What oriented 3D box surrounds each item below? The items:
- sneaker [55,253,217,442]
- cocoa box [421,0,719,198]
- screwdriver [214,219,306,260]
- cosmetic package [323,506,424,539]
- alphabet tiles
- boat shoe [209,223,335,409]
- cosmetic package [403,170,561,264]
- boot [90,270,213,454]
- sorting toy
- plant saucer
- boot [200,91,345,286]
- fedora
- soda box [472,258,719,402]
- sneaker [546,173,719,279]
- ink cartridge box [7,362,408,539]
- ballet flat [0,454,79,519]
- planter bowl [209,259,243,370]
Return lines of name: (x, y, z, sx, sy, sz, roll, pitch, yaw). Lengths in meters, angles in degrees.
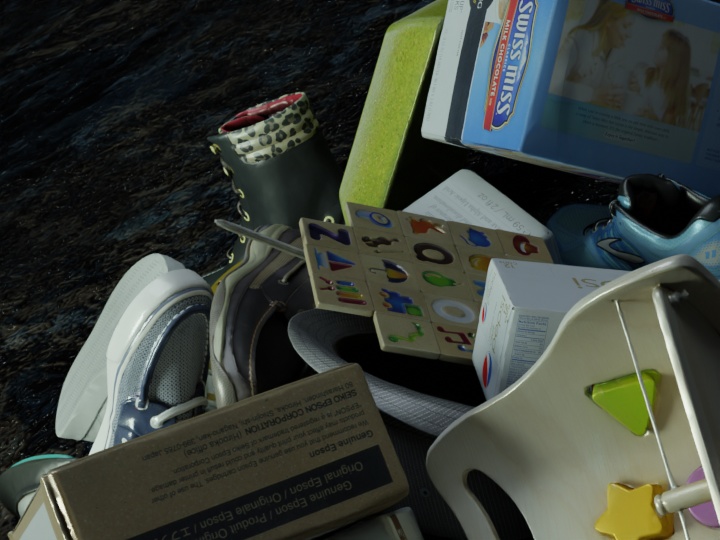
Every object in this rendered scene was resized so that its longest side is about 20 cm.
sneaker: (-0.123, 0.063, 1.147, 0.200, 0.115, 0.074, -49, 31, 48)
cocoa box: (0.167, -0.130, 1.151, 0.200, 0.134, 0.131, 10, 5, -29)
screwdriver: (0.000, 0.000, 1.016, 0.029, 0.200, 0.028, -51, 34, 20)
cosmetic package: (-0.050, 0.205, 0.858, 0.200, 0.102, 0.074, -23, -9, 10)
alphabet tiles: (0.064, 0.011, 0.996, 0.200, 0.006, 0.167, 10, 28, -15)
boat shoe: (-0.042, 0.027, 1.021, 0.073, 0.075, 0.200, -2, 31, 11)
cosmetic package: (0.028, 0.030, 1.128, 0.200, 0.074, 0.102, -35, 44, -15)
boot: (-0.112, 0.101, 1.039, 0.073, 0.200, 0.090, -16, 47, -39)
sorting toy: (0.118, 0.119, 0.800, 0.180, 0.200, 0.107, -22, -16, 28)
plant saucer: (0.048, -0.128, 1.288, 0.048, 0.200, 0.200, 25, 27, 14)
boot: (-0.089, -0.048, 1.366, 0.203, 0.154, 0.074, -19, 23, 24)
fedora: (0.048, 0.093, 0.948, 0.200, 0.091, 0.177, 19, 14, 28)
soda box: (0.164, 0.042, 0.883, 0.199, 0.064, 0.068, 6, 22, -9)
sneaker: (0.189, -0.030, 1.093, 0.078, 0.090, 0.200, -39, 24, -22)
ink cartridge box: (-0.085, 0.126, 0.871, 0.164, 0.075, 0.200, -20, -10, -21)
ballet flat: (-0.187, 0.160, 1.174, 0.200, 0.068, 0.068, -15, 39, 31)
planter bowl: (-0.058, 0.036, 1.252, 0.200, 0.084, 0.200, -25, 23, 11)
